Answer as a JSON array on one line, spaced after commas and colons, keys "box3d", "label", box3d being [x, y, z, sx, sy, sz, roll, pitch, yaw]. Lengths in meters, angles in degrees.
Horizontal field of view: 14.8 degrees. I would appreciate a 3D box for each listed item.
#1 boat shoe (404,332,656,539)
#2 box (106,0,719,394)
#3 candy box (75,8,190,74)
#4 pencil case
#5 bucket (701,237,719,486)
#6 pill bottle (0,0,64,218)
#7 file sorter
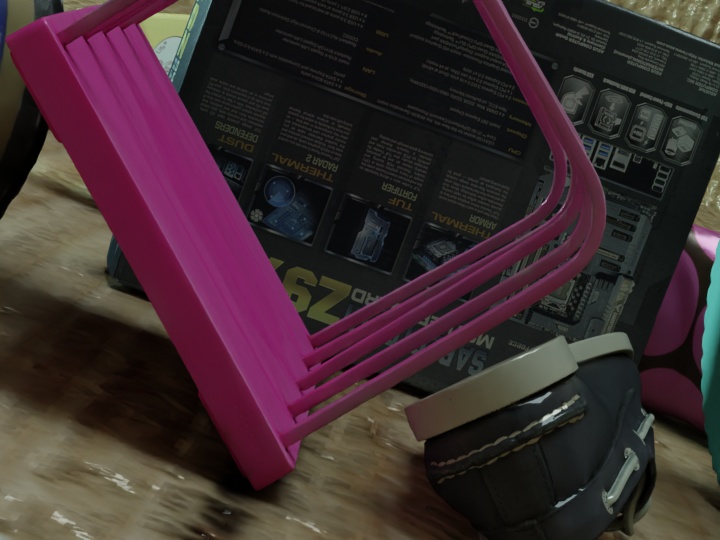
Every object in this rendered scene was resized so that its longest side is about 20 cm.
[{"box3d": [0.058, 0.060, 0.861, 0.063, 0.072, 0.200, 66, 9, 7], "label": "boat shoe"}, {"box3d": [0.024, -0.040, 1.017, 0.199, 0.159, 0.051, 19, 7, -9], "label": "box"}, {"box3d": [-0.017, -0.066, 1.196, 0.198, 0.056, 0.115, 6, -13, 15], "label": "candy box"}, {"box3d": [0.169, 0.030, 1.182, 0.199, 0.094, 0.091, 25, 9, 26], "label": "pencil case"}, {"box3d": [0.219, 0.020, 0.996, 0.134, 0.209, 0.207, 9, 10, -17], "label": "bucket"}, {"box3d": [-0.199, -0.080, 0.844, 0.199, 0.113, 0.112, 16, 8, -35], "label": "pill bottle"}, {"box3d": [-0.007, -0.042, 0.835, 0.140, 0.125, 0.200, 61, 5, -5], "label": "file sorter"}]
